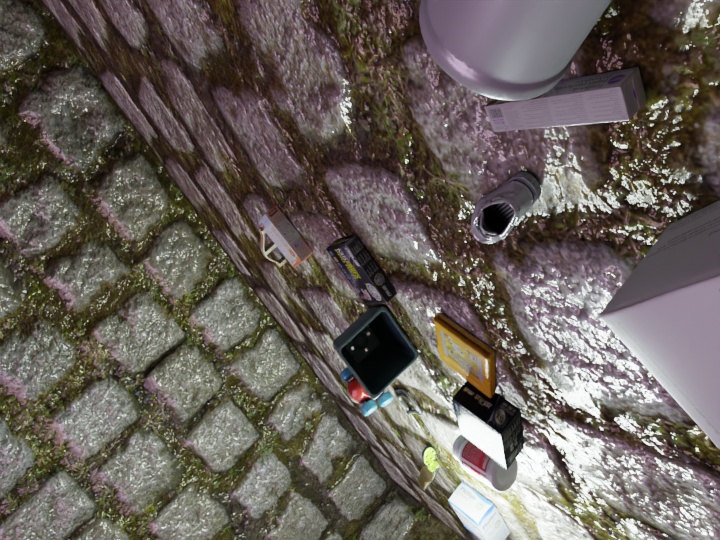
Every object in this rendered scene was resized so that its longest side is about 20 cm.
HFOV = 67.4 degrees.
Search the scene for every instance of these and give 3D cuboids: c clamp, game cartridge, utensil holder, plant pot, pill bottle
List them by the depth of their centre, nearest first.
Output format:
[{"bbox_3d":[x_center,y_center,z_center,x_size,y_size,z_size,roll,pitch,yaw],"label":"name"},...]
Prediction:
[{"bbox_3d":[0.155,-0.284,0.467,0.170,0.169,0.201,45,157,8],"label":"utensil holder"},{"bbox_3d":[0.260,0.214,1.344,0.175,0.032,0.203,36,155,35],"label":"game cartridge"},{"bbox_3d":[0.370,0.572,1.633,0.114,0.112,0.198,56,160,-22],"label":"pill bottle"},{"bbox_3d":[0.025,0.237,1.680,0.198,0.195,0.199,53,168,-14],"label":"plant pot"},{"bbox_3d":[0.193,0.520,2.069,0.172,0.027,0.201,52,163,10],"label":"c clamp"}]

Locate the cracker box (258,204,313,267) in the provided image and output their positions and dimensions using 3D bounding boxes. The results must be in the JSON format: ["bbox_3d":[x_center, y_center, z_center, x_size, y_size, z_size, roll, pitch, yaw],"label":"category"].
[{"bbox_3d":[-0.256,-0.114,1.836,0.201,0.058,0.133,52,160,-8],"label":"cracker box"}]

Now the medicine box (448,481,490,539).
[{"bbox_3d":[0.477,0.989,2.177,0.181,0.103,0.202,16,143,57],"label":"medicine box"}]

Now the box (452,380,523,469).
[{"bbox_3d":[0.341,0.405,1.433,0.162,0.086,0.203,32,154,39],"label":"box"}]

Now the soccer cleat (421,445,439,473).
[{"bbox_3d":[0.286,0.787,2.291,0.081,0.067,0.203,49,165,42],"label":"soccer cleat"}]

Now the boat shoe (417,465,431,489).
[{"bbox_3d":[0.317,0.949,2.515,0.074,0.064,0.203,51,145,26],"label":"boat shoe"}]

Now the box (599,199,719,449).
[{"bbox_3d":[0.395,0.042,0.520,0.200,0.171,0.200,47,160,4],"label":"box"}]

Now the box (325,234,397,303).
[{"bbox_3d":[0.000,0.000,1.502,0.202,0.044,0.159,54,161,-13],"label":"box"}]

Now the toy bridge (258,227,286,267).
[{"bbox_3d":[-0.349,-0.087,2.075,0.027,0.067,0.203,30,153,39],"label":"toy bridge"}]

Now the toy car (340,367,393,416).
[{"bbox_3d":[0.052,0.399,2.019,0.186,0.174,0.202,55,136,22],"label":"toy car"}]

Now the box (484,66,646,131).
[{"bbox_3d":[0.232,-0.197,0.639,0.198,0.039,0.042,16,144,58],"label":"box"}]

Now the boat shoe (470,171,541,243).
[{"bbox_3d":[0.209,-0.086,0.853,0.074,0.067,0.201,45,160,10],"label":"boat shoe"}]
